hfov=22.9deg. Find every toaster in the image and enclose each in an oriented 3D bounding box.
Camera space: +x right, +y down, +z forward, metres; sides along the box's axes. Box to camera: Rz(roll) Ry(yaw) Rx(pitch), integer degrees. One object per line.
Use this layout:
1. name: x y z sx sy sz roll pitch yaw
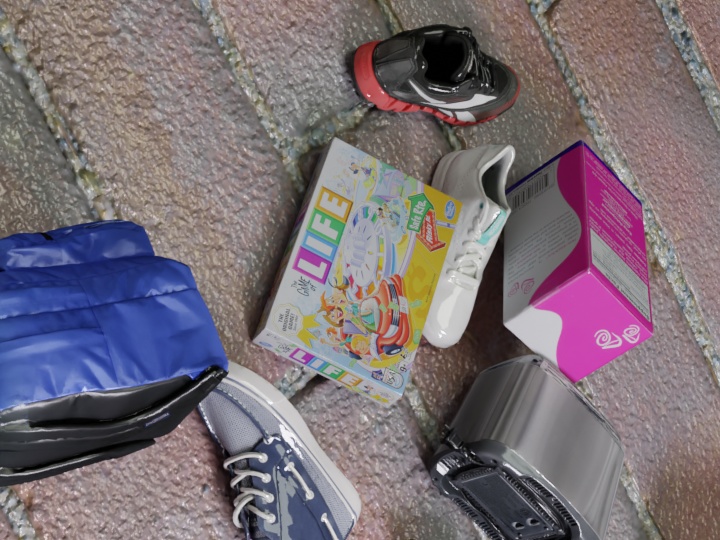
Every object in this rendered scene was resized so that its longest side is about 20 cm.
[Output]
1. toaster: 0.150 0.169 1.606 0.200 0.113 0.130 44 49 -19

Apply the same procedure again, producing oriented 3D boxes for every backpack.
1. backpack: -0.228 0.062 1.272 0.199 0.163 0.169 -14 67 -34

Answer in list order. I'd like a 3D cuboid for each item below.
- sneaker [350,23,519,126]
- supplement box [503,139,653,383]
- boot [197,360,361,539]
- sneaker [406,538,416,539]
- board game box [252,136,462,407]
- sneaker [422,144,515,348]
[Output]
1. sneaker: 0.089 -0.183 1.657 0.199 0.097 0.072 5 73 -42
2. supplement box: 0.200 -0.009 1.658 0.103 0.101 0.201 43 31 -24
3. boot: -0.078 0.166 1.426 0.200 0.072 0.091 48 46 -22
4. sneaker: 0.079 0.334 1.523 0.089 0.067 0.202 11 68 -34
5. board game box: 0.000 0.000 1.542 0.133 0.034 0.202 26 61 -13
6. sneaker: 0.098 -0.030 1.628 0.075 0.088 0.202 28 61 -34
